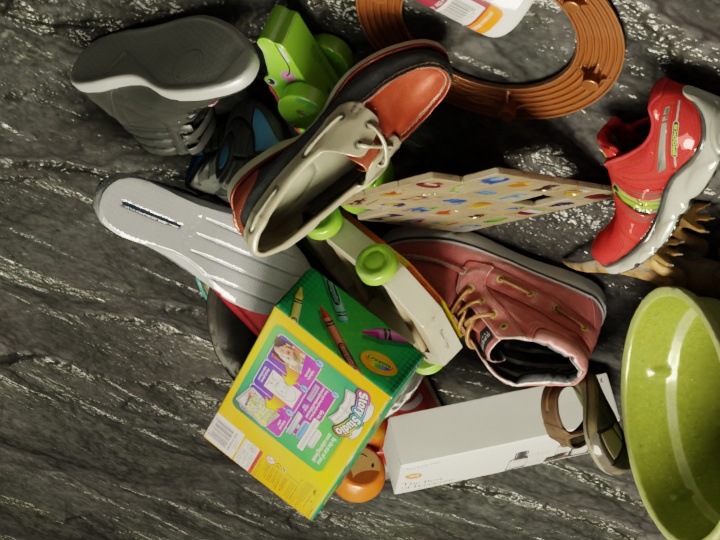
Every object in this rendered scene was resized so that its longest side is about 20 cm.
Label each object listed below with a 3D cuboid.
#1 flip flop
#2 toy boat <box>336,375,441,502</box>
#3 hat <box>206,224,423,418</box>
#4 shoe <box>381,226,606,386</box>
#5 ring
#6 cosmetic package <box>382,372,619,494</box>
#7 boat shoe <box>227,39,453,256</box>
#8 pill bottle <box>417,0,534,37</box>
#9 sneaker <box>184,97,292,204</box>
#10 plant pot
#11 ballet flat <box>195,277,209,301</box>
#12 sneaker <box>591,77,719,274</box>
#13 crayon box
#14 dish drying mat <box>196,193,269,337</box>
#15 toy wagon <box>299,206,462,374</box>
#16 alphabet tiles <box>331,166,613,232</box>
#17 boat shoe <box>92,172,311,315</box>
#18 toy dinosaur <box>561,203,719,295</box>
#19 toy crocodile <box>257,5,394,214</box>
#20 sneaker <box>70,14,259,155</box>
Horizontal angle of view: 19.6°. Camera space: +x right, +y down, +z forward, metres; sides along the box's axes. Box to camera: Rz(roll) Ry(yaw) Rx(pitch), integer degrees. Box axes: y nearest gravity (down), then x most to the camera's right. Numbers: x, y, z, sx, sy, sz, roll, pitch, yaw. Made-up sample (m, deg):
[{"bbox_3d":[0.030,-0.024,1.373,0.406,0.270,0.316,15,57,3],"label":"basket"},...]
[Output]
[{"bbox_3d":[0.176,0.113,1.734,0.057,0.200,0.081,-27,117,3],"label":"flip flop"},{"bbox_3d":[0.001,0.151,1.920,0.129,0.132,0.200,-7,143,19],"label":"toy boat"},{"bbox_3d":[-0.033,0.039,1.810,0.199,0.202,0.081,19,-168,0],"label":"hat"},{"bbox_3d":[0.100,0.030,1.709,0.199,0.091,0.072,18,133,4],"label":"shoe"},{"bbox_3d":[0.090,-0.169,1.488,0.199,0.019,0.201,14,148,9],"label":"ring"},{"bbox_3d":[0.123,0.145,1.839,0.198,0.051,0.083,-11,156,-7],"label":"cosmetic package"},{"bbox_3d":[-0.011,-0.087,1.505,0.199,0.063,0.071,-37,127,10],"label":"boat shoe"},{"bbox_3d":[0.027,-0.239,1.319,0.199,0.114,0.113,26,149,-11],"label":"pill bottle"},{"bbox_3d":[-0.075,-0.086,1.636,0.081,0.074,0.200,20,176,-16],"label":"sneaker"},{"bbox_3d":[0.326,0.106,1.618,0.183,0.202,0.201,-4,154,-17],"label":"plant pot"},{"bbox_3d":[-0.090,0.045,1.887,0.070,0.071,0.201,5,147,22],"label":"ballet flat"},{"bbox_3d":[0.208,-0.075,1.535,0.085,0.077,0.200,30,142,2],"label":"sneaker"},{"bbox_3d":[-0.041,0.104,1.704,0.119,0.058,0.200,37,138,6],"label":"crayon box"},{"bbox_3d":[-0.077,0.016,1.752,0.077,0.018,0.200,-43,90,18],"label":"dish drying mat"},{"bbox_3d":[0.000,0.000,1.688,0.200,0.040,0.155,40,168,35],"label":"toy wagon"},{"bbox_3d":[0.080,-0.054,1.588,0.166,0.008,0.199,-12,168,40],"label":"alphabet tiles"},{"bbox_3d":[-0.126,-0.032,1.708,0.199,0.072,0.071,30,-172,-18],"label":"boat shoe"},{"bbox_3d":[0.241,-0.002,1.629,0.198,0.061,0.106,8,149,18],"label":"toy dinosaur"},{"bbox_3d":[-0.026,-0.119,1.581,0.061,0.068,0.200,-2,143,32],"label":"toy crocodile"},{"bbox_3d":[-0.127,-0.137,1.604,0.199,0.071,0.099,3,149,45],"label":"sneaker"}]
